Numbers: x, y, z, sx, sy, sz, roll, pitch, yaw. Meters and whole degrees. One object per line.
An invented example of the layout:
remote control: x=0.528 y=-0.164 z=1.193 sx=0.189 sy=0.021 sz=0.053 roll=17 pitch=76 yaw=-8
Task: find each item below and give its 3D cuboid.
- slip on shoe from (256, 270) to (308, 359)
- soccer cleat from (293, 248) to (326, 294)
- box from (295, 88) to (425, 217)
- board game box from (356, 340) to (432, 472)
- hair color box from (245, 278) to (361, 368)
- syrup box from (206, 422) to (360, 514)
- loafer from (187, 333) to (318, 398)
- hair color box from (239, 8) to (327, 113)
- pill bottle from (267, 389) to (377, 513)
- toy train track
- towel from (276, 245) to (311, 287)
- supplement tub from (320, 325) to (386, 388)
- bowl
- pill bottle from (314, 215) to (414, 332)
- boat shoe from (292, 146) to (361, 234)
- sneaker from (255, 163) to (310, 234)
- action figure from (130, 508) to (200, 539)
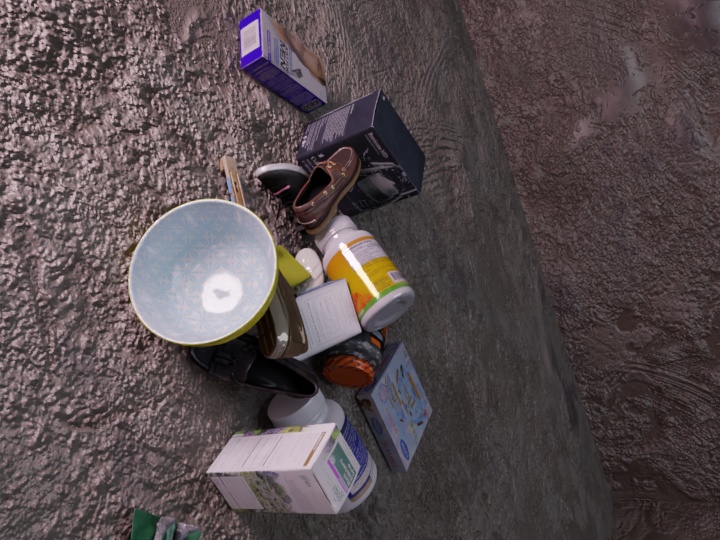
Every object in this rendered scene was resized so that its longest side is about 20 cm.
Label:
slip on shoe: x=-0.126 y=0.039 z=0.792 sx=0.060 sy=0.076 sz=0.202 roll=6 pitch=45 yaw=-35
soccer cleat: x=-0.107 y=0.050 z=0.956 sx=0.077 sy=0.069 sz=0.203 roll=22 pitch=62 yaw=-48
box: x=0.005 y=-0.240 z=1.131 sx=0.200 sy=0.195 sz=0.125 roll=45 pitch=42 yaw=-39
board game box: x=0.082 y=0.295 z=1.178 sx=0.200 sy=0.041 sz=0.202 roll=-47 pitch=118 yaw=-55
hair color box: x=-0.102 y=0.092 z=0.876 sx=0.198 sy=0.060 sz=0.101 roll=-21 pitch=95 yaw=-34
syrup box: x=-0.107 y=0.273 z=0.730 sx=0.079 sy=0.198 sz=0.082 roll=62 pitch=34 yaw=-18
loafer: x=-0.149 y=0.137 z=0.768 sx=0.198 sy=0.063 sz=0.073 roll=23 pitch=83 yaw=-18
hair color box: x=-0.152 y=-0.417 z=1.080 sx=0.199 sy=0.064 sz=0.111 roll=19 pitch=61 yaw=-56
pill bottle: x=-0.065 y=0.284 z=0.872 sx=0.202 sy=0.118 sz=0.120 roll=63 pitch=33 yaw=-21
toy train track: x=-0.206 y=-0.093 z=0.886 sx=0.114 sy=0.032 sz=0.203 roll=4 pitch=67 yaw=-55
towel: x=-0.166 y=0.014 z=0.875 sx=0.086 sy=0.018 sz=0.199 roll=45 pitch=33 yaw=10
supplement tub: x=-0.010 y=0.114 z=1.030 sx=0.123 sy=0.121 sz=0.202 roll=45 pitch=42 yaw=-39
bowl: x=-0.200 y=0.016 z=0.735 sx=0.108 sy=0.197 sz=0.203 roll=77 pitch=11 yaw=-69
pill bottle: x=0.000 y=0.000 z=0.965 sx=0.111 sy=0.111 sz=0.201 roll=6 pitch=43 yaw=-57
boat shoe: x=-0.060 y=-0.163 z=0.978 sx=0.071 sy=0.070 sz=0.202 roll=56 pitch=47 yaw=-41
sneaker: x=-0.118 y=-0.128 z=1.003 sx=0.199 sy=0.070 sz=0.101 roll=22 pitch=54 yaw=-58
action figure: x=-0.245 y=0.392 z=0.604 sx=0.118 sy=0.054 sz=0.202 roll=47 pitch=45 yaw=-43
